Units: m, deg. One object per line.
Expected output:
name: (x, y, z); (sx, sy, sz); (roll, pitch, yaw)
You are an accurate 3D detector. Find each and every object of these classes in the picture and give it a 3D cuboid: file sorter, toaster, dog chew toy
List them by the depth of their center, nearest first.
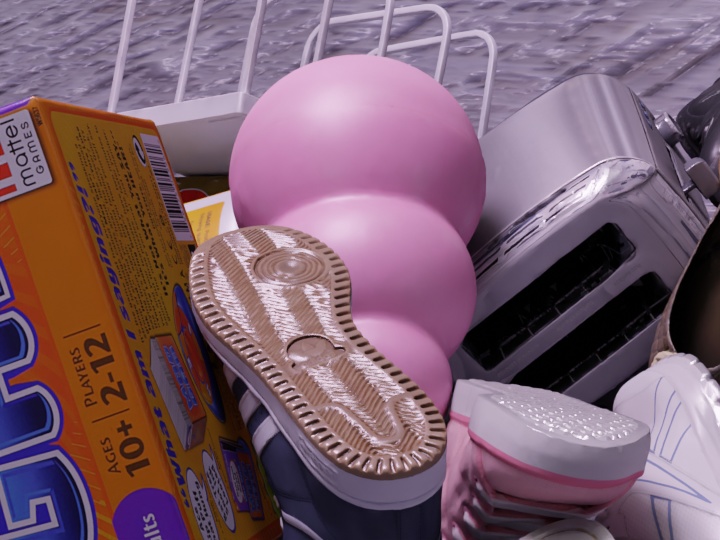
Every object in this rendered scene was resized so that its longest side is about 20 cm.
dog chew toy: (0.000, 0.000, 1.115); (0.124, 0.125, 0.201); (-11, 59, 15)
toaster: (0.091, -0.001, 1.214); (0.200, 0.114, 0.129); (-37, 23, 9)
file sorter: (-0.031, -0.112, 1.415); (0.199, 0.125, 0.138); (22, -17, -40)

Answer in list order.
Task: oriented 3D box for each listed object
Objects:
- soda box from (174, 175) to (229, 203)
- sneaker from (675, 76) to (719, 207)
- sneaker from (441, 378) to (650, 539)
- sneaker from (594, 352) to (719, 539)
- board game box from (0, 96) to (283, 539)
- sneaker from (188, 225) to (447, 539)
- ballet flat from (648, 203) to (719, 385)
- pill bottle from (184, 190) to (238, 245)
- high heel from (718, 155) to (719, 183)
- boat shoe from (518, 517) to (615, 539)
soda box: (-0.062, -0.015, 1.413); (0.199, 0.064, 0.068); (1, 68, 35)
sneaker: (0.222, -0.073, 1.391); (0.087, 0.076, 0.200); (-17, 14, 32)
sneaker: (0.069, 0.104, 1.002); (0.075, 0.105, 0.200); (12, 0, -6)
sneaker: (0.137, 0.099, 1.036); (0.087, 0.075, 0.200); (-27, 20, 1)
board game box: (-0.167, 0.058, 1.001); (0.199, 0.201, 0.200); (-20, -2, 8)
sneaker: (-0.020, 0.069, 1.009); (0.070, 0.109, 0.200); (-15, 36, -17)
ballet flat: (0.180, -0.007, 1.110); (0.046, 0.201, 0.067); (3, 30, -47)
pill bottle: (-0.092, 0.019, 1.304); (0.199, 0.110, 0.109); (-16, 21, 21)
high heel: (0.237, -0.007, 1.108); (0.071, 0.143, 0.200); (-23, 23, -22)
boat shoe: (0.029, 0.172, 0.940); (0.200, 0.062, 0.075); (-36, 35, 4)
